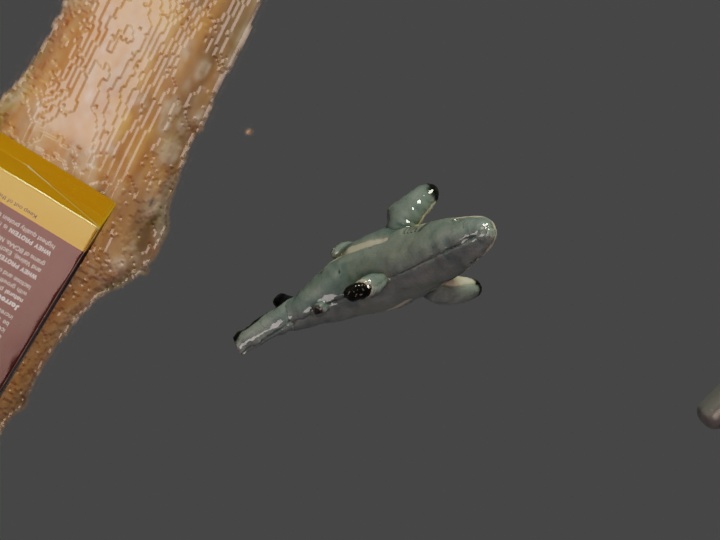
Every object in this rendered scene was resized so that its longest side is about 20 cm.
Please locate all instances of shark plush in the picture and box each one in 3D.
[{"bbox_3d":[0.000,0.000,1.505,0.199,0.083,0.091,-13,99,1],"label":"shark plush"}]

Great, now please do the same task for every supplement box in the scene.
[{"bbox_3d":[-0.310,-0.005,1.473,0.197,0.133,0.200,31,97,-6],"label":"supplement box"}]

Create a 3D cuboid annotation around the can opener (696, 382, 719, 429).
[{"bbox_3d":[0.331,0.052,1.528,0.053,0.067,0.200,44,95,-6],"label":"can opener"}]
